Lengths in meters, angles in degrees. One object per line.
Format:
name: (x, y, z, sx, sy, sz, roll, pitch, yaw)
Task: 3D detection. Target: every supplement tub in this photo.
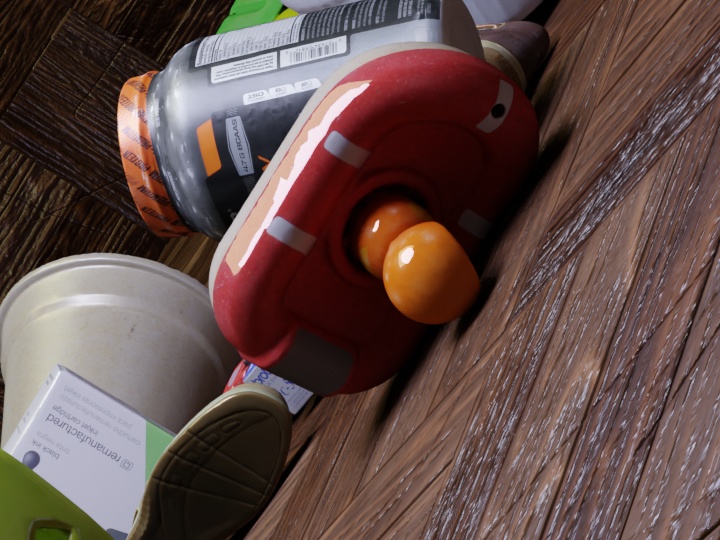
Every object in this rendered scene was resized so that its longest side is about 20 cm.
supplement tub: (-0.029, -0.084, 1.511, 0.199, 0.123, 0.123, -12, 24, 16)

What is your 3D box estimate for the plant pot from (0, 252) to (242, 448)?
plant pot: (-0.197, 0.121, 2.014, 0.201, 0.200, 0.184, -53, 19, 39)

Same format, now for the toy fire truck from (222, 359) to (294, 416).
toy fire truck: (-0.045, 0.032, 1.807, 0.200, 0.049, 0.141, -64, 8, -30)

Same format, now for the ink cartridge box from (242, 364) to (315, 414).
ink cartridge box: (0.000, 0.000, 1.631, 0.200, 0.044, 0.094, -50, 11, 47)

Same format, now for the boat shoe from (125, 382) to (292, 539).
boat shoe: (-0.102, 0.137, 1.654, 0.200, 0.074, 0.066, -55, 13, 29)

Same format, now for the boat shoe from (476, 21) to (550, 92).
boat shoe: (0.038, -0.117, 1.646, 0.200, 0.072, 0.072, -15, 27, 49)

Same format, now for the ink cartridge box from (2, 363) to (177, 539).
ink cartridge box: (-0.198, 0.187, 1.820, 0.200, 0.145, 0.084, -59, 8, -3)

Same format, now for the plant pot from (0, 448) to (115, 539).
plant pot: (-0.178, 0.224, 1.363, 0.199, 0.181, 0.200, -60, 7, -16)

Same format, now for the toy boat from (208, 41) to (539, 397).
toy boat: (0.021, -0.017, 1.369, 0.200, 0.130, 0.131, -58, 37, 7)

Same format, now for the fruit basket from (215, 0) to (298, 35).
fruit basket: (-0.071, -0.231, 2.941, 0.215, 0.156, 0.216, -16, 42, 15)

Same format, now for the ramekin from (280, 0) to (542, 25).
ramekin: (0.048, -0.207, 1.740, 0.200, 0.098, 0.201, -32, 20, 13)
